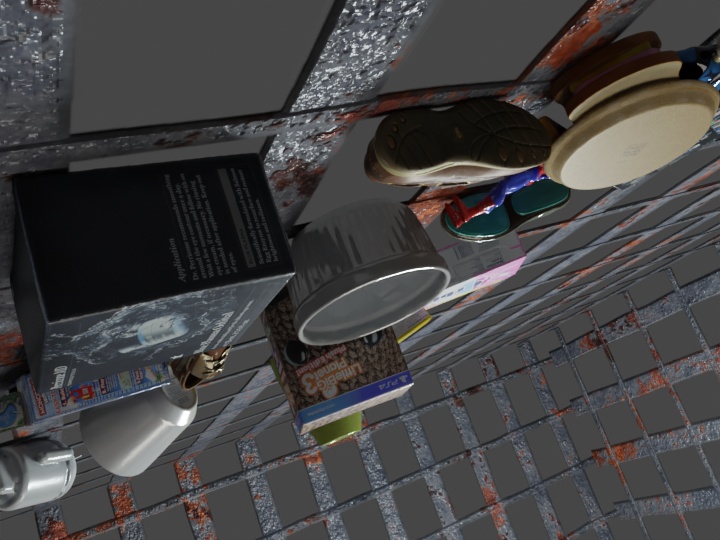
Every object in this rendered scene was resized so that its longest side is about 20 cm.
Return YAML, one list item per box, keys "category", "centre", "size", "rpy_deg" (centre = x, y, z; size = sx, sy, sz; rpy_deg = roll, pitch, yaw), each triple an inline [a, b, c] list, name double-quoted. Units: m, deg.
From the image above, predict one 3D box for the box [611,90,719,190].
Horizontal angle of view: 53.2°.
- category: "box"
  centre: [0.411, -0.181, 0.961]
  size: [0.199, 0.047, 0.158]
  rpy_deg: [-31, 163, 31]

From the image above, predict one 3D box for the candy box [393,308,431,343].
- category: "candy box"
  centre: [0.019, 0.079, 1.113]
  size: [0.199, 0.103, 0.026]
  rpy_deg: [-29, 166, -44]

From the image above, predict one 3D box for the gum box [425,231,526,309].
- category: "gum box"
  centre: [0.179, -0.005, 1.212]
  size: [0.197, 0.067, 0.114]
  rpy_deg: [-21, 165, -3]

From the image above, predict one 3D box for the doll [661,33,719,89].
- category: "doll"
  centre: [0.342, -0.200, 0.786]
  size: [0.134, 0.049, 0.200]
  rpy_deg: [1, 156, -29]

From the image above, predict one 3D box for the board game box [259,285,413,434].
- category: "board game box"
  centre: [-0.041, 0.097, 0.987]
  size: [0.157, 0.203, 0.097]
  rpy_deg: [-18, 164, -13]

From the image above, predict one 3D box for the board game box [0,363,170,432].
- category: "board game box"
  centre: [-0.390, 0.158, 0.938]
  size: [0.197, 0.063, 0.199]
  rpy_deg: [-17, 175, 22]

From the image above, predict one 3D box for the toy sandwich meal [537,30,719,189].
- category: "toy sandwich meal"
  centre: [0.271, -0.157, 0.749]
  size: [0.201, 0.071, 0.206]
  rpy_deg: [-13, 160, -5]

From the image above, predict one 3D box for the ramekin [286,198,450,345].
- category: "ramekin"
  centre: [0.000, 0.000, 0.870]
  size: [0.197, 0.106, 0.201]
  rpy_deg: [-21, 160, -8]

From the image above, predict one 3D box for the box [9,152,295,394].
- category: "box"
  centre: [-0.188, 0.005, 0.624]
  size: [0.197, 0.119, 0.197]
  rpy_deg: [-12, 163, -30]

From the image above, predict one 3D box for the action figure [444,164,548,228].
- category: "action figure"
  centre: [0.199, -0.117, 0.883]
  size: [0.197, 0.052, 0.065]
  rpy_deg: [-24, 172, -11]

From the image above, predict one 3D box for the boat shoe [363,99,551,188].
- category: "boat shoe"
  centre: [0.093, -0.118, 0.696]
  size: [0.197, 0.073, 0.067]
  rpy_deg: [-8, 167, -24]

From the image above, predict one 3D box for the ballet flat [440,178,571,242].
- category: "ballet flat"
  centre: [0.193, -0.079, 0.976]
  size: [0.197, 0.068, 0.064]
  rpy_deg: [-18, 172, -15]

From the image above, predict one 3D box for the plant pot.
- category: "plant pot"
  centre: [-0.074, 0.255, 1.509]
  size: [0.184, 0.203, 0.187]
  rpy_deg: [-20, 165, -5]

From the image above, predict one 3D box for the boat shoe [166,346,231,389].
- category: "boat shoe"
  centre: [-0.226, 0.124, 1.076]
  size: [0.075, 0.073, 0.200]
  rpy_deg: [-10, 161, -38]

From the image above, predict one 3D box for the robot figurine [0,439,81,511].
- category: "robot figurine"
  centre: [-0.615, 0.379, 1.342]
  size: [0.168, 0.114, 0.199]
  rpy_deg: [-30, 163, 16]

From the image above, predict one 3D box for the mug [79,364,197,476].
- category: "mug"
  centre: [-0.346, 0.213, 1.169]
  size: [0.152, 0.188, 0.149]
  rpy_deg: [-36, 129, 20]
